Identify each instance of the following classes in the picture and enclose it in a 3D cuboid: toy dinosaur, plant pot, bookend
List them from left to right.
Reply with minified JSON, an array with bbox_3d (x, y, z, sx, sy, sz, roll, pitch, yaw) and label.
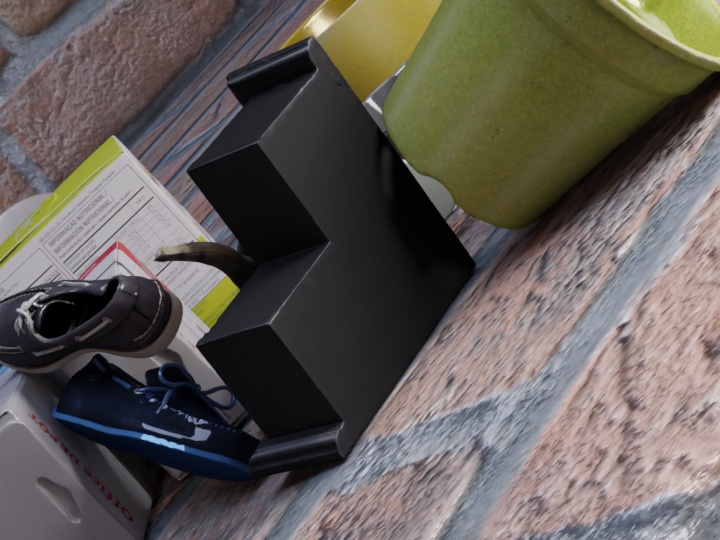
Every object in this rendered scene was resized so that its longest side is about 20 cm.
[{"bbox_3d":[-0.063,0.000,1.432,0.047,0.200,0.089,-8,58,37],"label":"toy dinosaur"},{"bbox_3d":[-0.049,-0.008,1.351,0.092,0.199,0.200,-17,28,44],"label":"bookend"},{"bbox_3d":[0.029,-0.200,1.916,0.200,0.142,0.200,-42,12,11],"label":"plant pot"},{"bbox_3d":[0.117,-0.136,1.354,0.185,0.200,0.201,-51,7,25],"label":"plant pot"}]

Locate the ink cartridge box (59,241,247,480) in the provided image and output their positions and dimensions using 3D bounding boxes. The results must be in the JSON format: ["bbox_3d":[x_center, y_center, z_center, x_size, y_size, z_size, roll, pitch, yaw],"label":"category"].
[{"bbox_3d":[-0.170,0.068,1.640,0.083,0.147,0.200,-44,11,2],"label":"ink cartridge box"}]

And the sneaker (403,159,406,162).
[{"bbox_3d":[-0.008,-0.017,1.643,0.200,0.077,0.083,-34,42,42],"label":"sneaker"}]

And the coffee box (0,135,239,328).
[{"bbox_3d":[-0.224,0.021,1.859,0.200,0.198,0.200,-44,12,-2],"label":"coffee box"}]

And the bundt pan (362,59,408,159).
[{"bbox_3d":[0.056,-0.122,1.719,0.202,0.076,0.202,-42,11,10],"label":"bundt pan"}]

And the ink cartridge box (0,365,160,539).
[{"bbox_3d":[-0.232,0.148,1.575,0.085,0.145,0.200,-41,12,9],"label":"ink cartridge box"}]

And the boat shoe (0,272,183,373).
[{"bbox_3d":[-0.217,0.029,1.496,0.199,0.063,0.073,-4,62,40],"label":"boat shoe"}]

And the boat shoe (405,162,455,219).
[{"bbox_3d":[0.000,-0.001,1.544,0.201,0.070,0.072,-45,-8,-1],"label":"boat shoe"}]

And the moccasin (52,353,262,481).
[{"bbox_3d":[-0.144,0.096,1.459,0.199,0.080,0.069,14,72,38],"label":"moccasin"}]

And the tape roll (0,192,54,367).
[{"bbox_3d":[-0.322,0.023,2.173,0.201,0.200,0.066,-50,13,-30],"label":"tape roll"}]
